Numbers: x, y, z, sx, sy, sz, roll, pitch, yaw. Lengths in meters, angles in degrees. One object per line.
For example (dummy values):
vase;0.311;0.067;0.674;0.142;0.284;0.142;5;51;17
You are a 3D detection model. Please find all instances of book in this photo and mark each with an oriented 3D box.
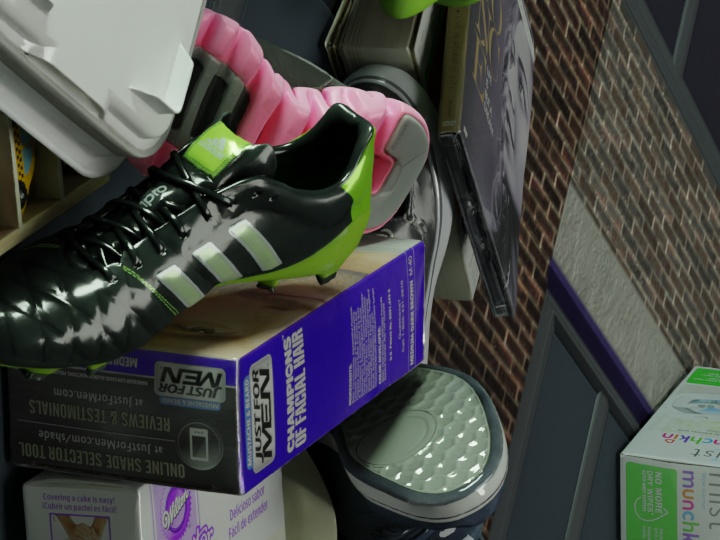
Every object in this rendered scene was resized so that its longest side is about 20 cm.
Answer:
book;0.043;-0.098;1.563;0.200;0.048;0.134;71;30;-47

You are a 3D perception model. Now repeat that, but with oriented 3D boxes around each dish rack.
dish rack;-0.095;-0.150;1.127;0.172;0.043;0.201;43;57;-57

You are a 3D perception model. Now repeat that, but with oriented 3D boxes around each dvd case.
dvd case;0.068;-0.098;1.535;0.149;0.016;0.200;70;20;-48

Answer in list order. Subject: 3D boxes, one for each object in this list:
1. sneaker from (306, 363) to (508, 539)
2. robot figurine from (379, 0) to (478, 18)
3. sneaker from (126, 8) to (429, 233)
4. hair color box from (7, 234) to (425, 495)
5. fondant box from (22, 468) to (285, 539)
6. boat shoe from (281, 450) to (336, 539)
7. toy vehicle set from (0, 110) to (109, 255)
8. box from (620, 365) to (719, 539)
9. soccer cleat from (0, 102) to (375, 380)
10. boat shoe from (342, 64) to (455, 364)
sneaker;0.034;0.118;1.381;0.077;0.202;0.147;-30;113;-14
robot figurine;0.066;-0.208;1.448;0.200;0.175;0.116;-37;146;-29
sneaker;-0.063;-0.078;1.286;0.200;0.095;0.079;24;103;-45
hair color box;-0.058;0.033;1.269;0.200;0.109;0.065;-35;128;-62
fondant box;-0.083;0.167;1.283;0.144;0.058;0.201;-33;122;-64
boat shoe;-0.040;0.148;1.404;0.063;0.071;0.201;-125;-166;-67
toy vehicle set;-0.145;-0.109;1.128;0.124;0.026;0.201;-43;134;-58
box;0.256;0.195;2.082;0.176;0.096;0.201;-40;132;-58
soccer cleat;-0.076;-0.017;1.163;0.200;0.067;0.081;-21;137;-38
boat shoe;0.000;0.000;1.464;0.066;0.070;0.201;-38;138;-62
